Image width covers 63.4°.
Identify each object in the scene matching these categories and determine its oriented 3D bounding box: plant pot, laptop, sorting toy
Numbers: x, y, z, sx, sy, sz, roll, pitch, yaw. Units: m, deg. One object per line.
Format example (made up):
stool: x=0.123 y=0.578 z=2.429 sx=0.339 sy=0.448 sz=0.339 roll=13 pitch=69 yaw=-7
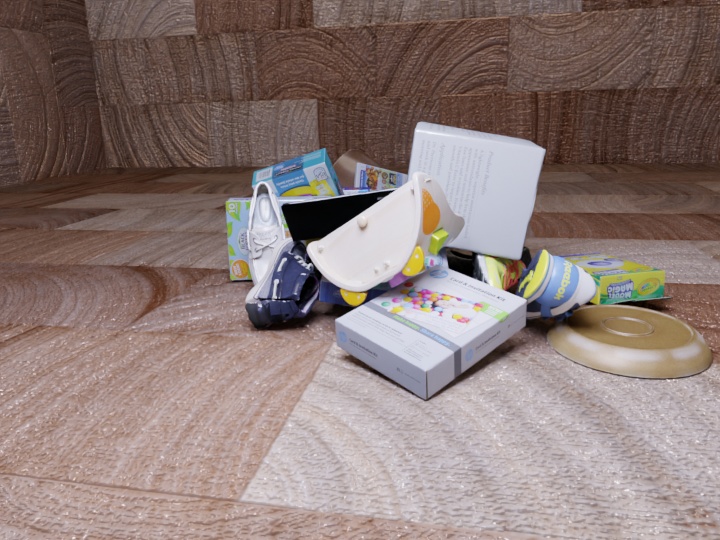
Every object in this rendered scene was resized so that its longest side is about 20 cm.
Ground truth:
plant pot: x=0.341 y=0.082 z=0.747 sx=0.192 sy=0.029 sz=0.201 roll=-1 pitch=15 yaw=0
plant pot: x=0.037 y=-0.176 z=1.453 sx=0.197 sy=0.193 sz=0.184 roll=29 pitch=30 yaw=30
laptop: x=-0.029 y=-0.113 z=0.912 sx=0.171 sy=0.106 sz=0.202 roll=-7 pitch=33 yaw=0
sorting toy: x=0.061 y=-0.035 z=0.796 sx=0.197 sy=0.110 sz=0.178 roll=-29 pitch=-11 yaw=35

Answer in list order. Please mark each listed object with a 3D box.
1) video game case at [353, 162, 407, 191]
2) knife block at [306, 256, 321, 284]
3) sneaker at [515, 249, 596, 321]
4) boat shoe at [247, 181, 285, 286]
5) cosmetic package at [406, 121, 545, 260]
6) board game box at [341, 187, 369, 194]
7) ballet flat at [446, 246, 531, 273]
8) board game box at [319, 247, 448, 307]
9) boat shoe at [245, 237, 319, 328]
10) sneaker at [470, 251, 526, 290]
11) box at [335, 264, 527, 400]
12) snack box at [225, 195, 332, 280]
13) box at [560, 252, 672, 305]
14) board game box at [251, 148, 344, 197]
video game case: x=0.077 y=-0.160 z=1.347 sx=0.193 sy=0.148 sz=0.018 roll=11 pitch=-20 yaw=-17
knife block: x=0.000 y=0.000 z=1.000 sx=0.193 sy=0.066 sz=0.176 roll=3 pitch=17 yaw=15
sneaker: x=0.252 y=0.033 z=0.781 sx=0.080 sy=0.076 sz=0.200 roll=16 pitch=-8 yaw=7
boat shoe: x=-0.158 y=-0.051 z=0.966 sx=0.068 sy=0.206 sz=0.070 roll=-10 pitch=-22 yaw=-6
cosmetic package: x=0.170 y=-0.134 z=0.932 sx=0.193 sy=0.171 sz=0.165 roll=11 pitch=18 yaw=4
board game box: x=-0.076 y=-0.104 z=1.238 sx=0.192 sy=0.140 sz=0.045 roll=-1 pitch=15 yaw=4
ballet flat: x=0.218 y=-0.024 z=1.073 sx=0.194 sy=0.059 sz=0.066 roll=6 pitch=17 yaw=27
board game box: x=0.041 y=-0.012 z=0.920 sx=0.193 sy=0.045 sz=0.201 roll=8 pitch=34 yaw=-1
boat shoe: x=-0.096 y=0.011 z=0.885 sx=0.090 sy=0.076 sz=0.202 roll=-10 pitch=33 yaw=21
sneaker: x=0.223 y=-0.001 z=0.934 sx=0.087 sy=0.081 sz=0.201 roll=3 pitch=24 yaw=9
box: x=0.089 y=0.065 z=0.723 sx=0.197 sy=0.043 sz=0.154 roll=-24 pitch=33 yaw=-36
snack box: x=-0.144 y=-0.060 z=1.073 sx=0.192 sy=0.148 sz=0.053 roll=-1 pitch=13 yaw=-2
box: x=0.386 y=0.013 z=0.926 sx=0.113 sy=0.050 sz=0.200 roll=-5 pitch=14 yaw=-11
board game box: x=-0.101 y=-0.121 z=1.132 sx=0.146 sy=0.203 sz=0.048 roll=-15 pitch=43 yaw=12
